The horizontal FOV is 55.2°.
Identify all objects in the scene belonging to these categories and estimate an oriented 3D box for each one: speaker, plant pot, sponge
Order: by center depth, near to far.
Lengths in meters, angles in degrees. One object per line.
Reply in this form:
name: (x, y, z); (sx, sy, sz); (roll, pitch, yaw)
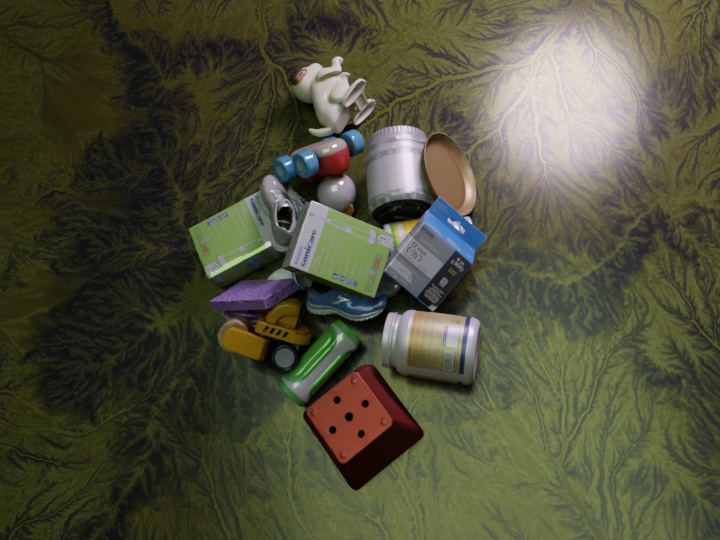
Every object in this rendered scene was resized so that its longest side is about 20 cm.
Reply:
plant pot: (-0.008, 0.317, 1.447); (0.199, 0.176, 0.200); (-38, 68, -3)
speaker: (-0.091, 0.207, 1.549); (0.088, 0.089, 0.200); (41, 84, 20)
sponge: (-0.246, 0.055, 1.580); (0.199, 0.111, 0.030); (-3, 113, 41)
plant pot: (0.201, -0.220, 1.593); (0.027, 0.199, 0.202); (-19, 65, 39)

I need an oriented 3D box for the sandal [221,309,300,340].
sandal: (-0.242, 0.114, 1.628); (0.200, 0.050, 0.083); (11, 75, 14)

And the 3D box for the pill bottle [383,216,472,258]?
pill bottle: (0.156, -0.066, 1.572); (0.198, 0.111, 0.112); (-9, 70, 0)

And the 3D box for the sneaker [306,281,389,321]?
sneaker: (-0.033, 0.057, 1.558); (0.198, 0.090, 0.079); (4, 30, 15)

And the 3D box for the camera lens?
camera lens: (0.093, -0.215, 1.613); (0.158, 0.160, 0.202); (-6, 71, 9)

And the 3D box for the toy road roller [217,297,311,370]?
toy road roller: (-0.207, 0.125, 1.543); (0.198, 0.123, 0.147); (17, 95, -4)

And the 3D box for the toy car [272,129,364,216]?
toy car: (-0.078, -0.210, 1.667); (0.184, 0.176, 0.202); (-30, 107, -35)

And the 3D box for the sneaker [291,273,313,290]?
sneaker: (-0.097, -0.053, 1.543); (0.084, 0.077, 0.202); (1, 69, 32)

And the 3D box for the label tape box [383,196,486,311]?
label tape box: (0.163, -0.035, 1.488); (0.143, 0.066, 0.200); (39, 98, -8)

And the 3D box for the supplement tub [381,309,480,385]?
supplement tub: (0.152, 0.162, 1.483); (0.198, 0.145, 0.146); (7, 73, 13)

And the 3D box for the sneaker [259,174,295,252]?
sneaker: (-0.183, -0.148, 1.591); (0.075, 0.092, 0.202); (-9, 63, -21)

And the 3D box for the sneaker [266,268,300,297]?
sneaker: (-0.131, -0.001, 1.638); (0.200, 0.070, 0.080); (-44, 67, 3)

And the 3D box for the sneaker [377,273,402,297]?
sneaker: (0.000, 0.000, 1.583); (0.199, 0.115, 0.076); (19, 76, 16)

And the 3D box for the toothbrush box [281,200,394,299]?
toothbrush box: (-0.048, -0.040, 1.472); (0.198, 0.086, 0.147); (21, 80, -18)

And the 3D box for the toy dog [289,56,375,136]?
toy dog: (-0.089, -0.445, 1.753); (0.200, 0.139, 0.194); (42, 97, 24)

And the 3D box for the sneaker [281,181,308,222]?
sneaker: (-0.147, -0.142, 1.692); (0.084, 0.077, 0.202); (-17, 76, -6)

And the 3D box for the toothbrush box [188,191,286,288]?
toothbrush box: (-0.293, -0.073, 1.674); (0.199, 0.086, 0.147); (-29, 69, 2)
